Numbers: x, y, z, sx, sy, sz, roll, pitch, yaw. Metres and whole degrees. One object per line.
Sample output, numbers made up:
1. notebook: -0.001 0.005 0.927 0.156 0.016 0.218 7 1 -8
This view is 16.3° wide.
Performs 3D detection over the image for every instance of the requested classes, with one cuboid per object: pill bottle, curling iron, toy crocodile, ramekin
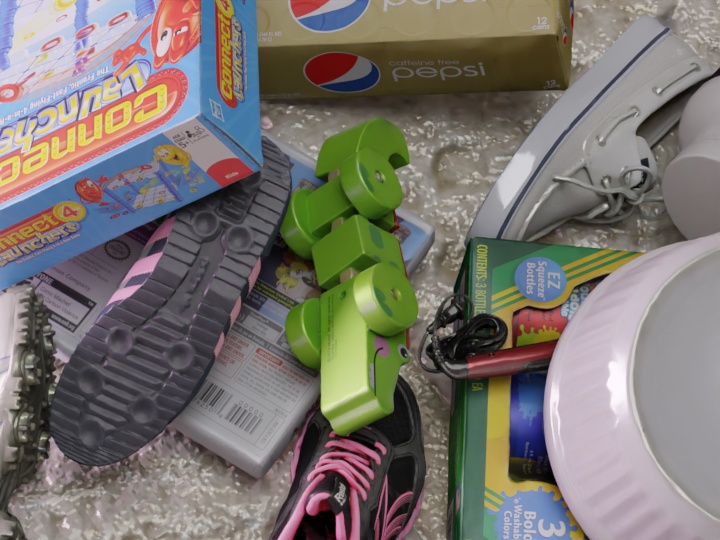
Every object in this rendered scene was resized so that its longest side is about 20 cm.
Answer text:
1. pill bottle: 0.261 -0.092 1.458 0.112 0.113 0.200 38 57 12
2. curling iron: 0.129 0.031 1.360 0.199 0.026 0.050 -4 65 -9
3. toy crocodile: 0.000 0.000 1.376 0.062 0.067 0.200 29 42 -38
4. ramekin: 0.201 0.070 1.297 0.202 0.094 0.203 2 74 -8

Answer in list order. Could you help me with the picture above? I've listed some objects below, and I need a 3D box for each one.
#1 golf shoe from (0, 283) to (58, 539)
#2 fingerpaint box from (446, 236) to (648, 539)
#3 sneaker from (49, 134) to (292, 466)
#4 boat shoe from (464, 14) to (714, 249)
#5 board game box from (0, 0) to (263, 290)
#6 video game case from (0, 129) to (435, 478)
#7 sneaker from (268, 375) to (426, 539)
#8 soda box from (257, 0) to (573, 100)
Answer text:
1. golf shoe: -0.216 0.099 1.339 0.097 0.078 0.200 4 68 9
2. fingerpaint box: 0.134 0.090 1.387 0.166 0.073 0.200 6 63 -4
3. sneaker: -0.098 0.020 1.370 0.070 0.082 0.200 34 86 1
4. boat shoe: 0.146 -0.061 1.469 0.086 0.075 0.202 36 56 12
5. board game box: -0.152 -0.106 1.381 0.200 0.056 0.196 -24 48 23
6. video game case: -0.088 -0.002 1.427 0.200 0.023 0.182 29 64 15
7. sneaker: -0.011 0.126 1.339 0.079 0.095 0.200 17 57 4
8. soda box: 0.022 -0.145 1.467 0.199 0.064 0.068 -1 63 12
